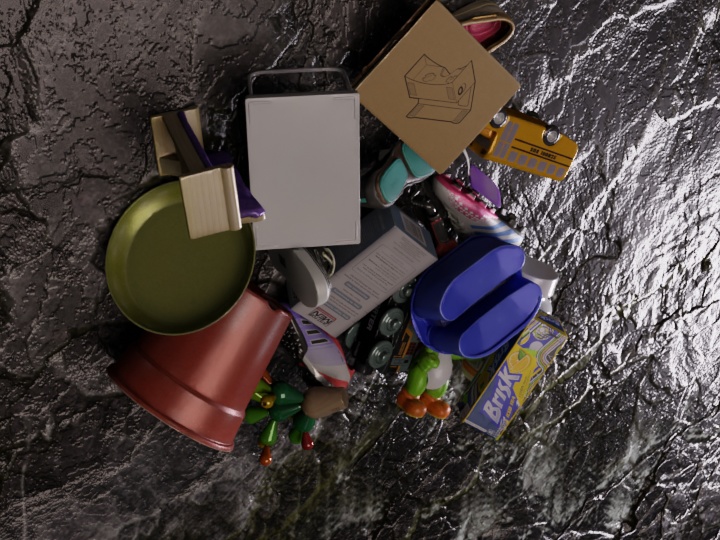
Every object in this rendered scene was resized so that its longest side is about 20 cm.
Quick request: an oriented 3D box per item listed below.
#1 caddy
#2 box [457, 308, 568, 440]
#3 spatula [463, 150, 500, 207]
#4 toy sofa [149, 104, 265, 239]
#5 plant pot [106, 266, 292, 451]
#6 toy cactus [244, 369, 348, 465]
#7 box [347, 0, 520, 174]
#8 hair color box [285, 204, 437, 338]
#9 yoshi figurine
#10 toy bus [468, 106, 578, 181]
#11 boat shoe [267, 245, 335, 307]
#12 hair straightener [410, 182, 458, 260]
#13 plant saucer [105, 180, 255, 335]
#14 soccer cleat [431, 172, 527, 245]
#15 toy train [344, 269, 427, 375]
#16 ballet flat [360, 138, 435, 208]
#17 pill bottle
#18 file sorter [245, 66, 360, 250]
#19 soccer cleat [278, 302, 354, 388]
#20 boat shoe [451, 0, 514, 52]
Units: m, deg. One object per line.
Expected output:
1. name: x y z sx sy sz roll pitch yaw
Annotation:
1. caddy: 0.165 0.038 1.611 0.199 0.105 0.143 -35 111 -17
2. box: 0.228 0.153 1.684 0.069 0.064 0.202 27 109 -13
3. spatula: 0.145 -0.170 1.598 0.020 0.057 0.200 -24 125 24
4. toy sofa: -0.186 -0.125 1.334 0.096 0.200 0.084 -14 123 -14
5. plant pot: -0.200 0.101 1.470 0.200 0.200 0.197 34 89 -38
6. toy cactus: -0.100 0.203 1.609 0.162 0.103 0.201 -12 133 16
7. box: 0.100 -0.241 1.464 0.164 0.021 0.199 -46 129 10
8. hair color box: 0.000 0.000 1.557 0.199 0.061 0.099 -38 131 21
9. yoshi figurine: 0.135 0.132 1.698 0.110 0.112 0.203 18 100 -2
10. toy bus: 0.224 -0.194 1.616 0.198 0.065 0.079 12 112 -34
11. boat shoe: -0.068 -0.013 1.463 0.063 0.200 0.072 -14 116 -16
12. hair straightener: 0.102 -0.066 1.612 0.041 0.078 0.200 -31 146 5
13. plant saucer: -0.224 -0.014 1.400 0.199 0.200 0.031 -40 160 -3
14. soccer cleat: 0.166 -0.070 1.649 0.199 0.070 0.087 29 107 -36
15. toy train: 0.051 0.064 1.657 0.113 0.085 0.203 4 112 -46
16. ballet flat: 0.046 -0.141 1.528 0.200 0.068 0.069 -39 112 -51
17. pill bottle: 0.237 0.085 1.751 0.108 0.110 0.203 4 114 -31
18. file sorter: -0.076 -0.148 1.417 0.136 0.125 0.203 -4 120 -6
19. soccer cleat: -0.070 0.107 1.625 0.073 0.068 0.201 -47 130 -23
20. boat shoe: 0.119 -0.301 1.491 0.198 0.069 0.074 -32 128 -11
